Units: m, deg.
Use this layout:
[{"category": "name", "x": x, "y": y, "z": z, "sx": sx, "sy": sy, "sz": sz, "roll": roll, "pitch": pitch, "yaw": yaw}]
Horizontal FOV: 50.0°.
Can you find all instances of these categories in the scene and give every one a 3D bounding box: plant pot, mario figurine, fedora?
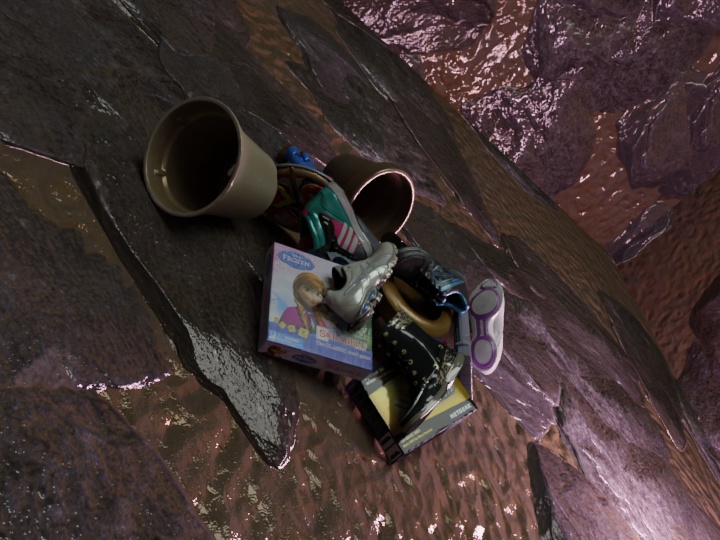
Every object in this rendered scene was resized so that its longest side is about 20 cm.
[{"category": "plant pot", "x": 0.000, "y": -0.180, "z": 1.763, "sx": 0.199, "sy": 0.202, "sz": 0.175, "roll": 19, "pitch": 19, "yaw": -47}, {"category": "plant pot", "x": -0.242, "y": -0.174, "z": 1.345, "sx": 0.202, "sy": 0.199, "sz": 0.183, "roll": 58, "pitch": 15, "yaw": 21}, {"category": "mario figurine", "x": -0.129, "y": -0.191, "z": 1.703, "sx": 0.121, "sy": 0.107, "sz": 0.201, "roll": -10, "pitch": 41, "yaw": -20}, {"category": "fedora", "x": 0.091, "y": 0.065, "z": 1.511, "sx": 0.199, "sy": 0.082, "sz": 0.202, "roll": 29, "pitch": 32, "yaw": -20}]

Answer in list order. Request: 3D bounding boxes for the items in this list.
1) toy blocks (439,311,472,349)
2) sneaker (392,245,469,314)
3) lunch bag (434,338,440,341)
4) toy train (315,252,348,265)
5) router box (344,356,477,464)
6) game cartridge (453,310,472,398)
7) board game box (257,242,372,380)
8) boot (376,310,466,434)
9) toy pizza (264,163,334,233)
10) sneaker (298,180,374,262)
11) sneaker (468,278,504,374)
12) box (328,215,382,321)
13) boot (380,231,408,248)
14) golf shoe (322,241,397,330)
[{"category": "toy blocks", "x": 0.199, "y": 0.133, "z": 1.677, "sx": 0.200, "sy": 0.136, "sz": 0.100, "roll": 48, "pitch": 24, "yaw": -3}, {"category": "sneaker", "x": 0.135, "y": 0.018, "z": 1.466, "sx": 0.198, "sy": 0.073, "sz": 0.083, "roll": 22, "pitch": 37, "yaw": -30}, {"category": "lunch bag", "x": 0.138, "y": 0.201, "z": 1.556, "sx": 0.161, "sy": 0.075, "sz": 0.200, "roll": 48, "pitch": 25, "yaw": -7}, {"category": "toy train", "x": -0.058, "y": 0.051, "z": 1.436, "sx": 0.113, "sy": 0.087, "sz": 0.202, "roll": 7, "pitch": 48, "yaw": -43}, {"category": "router box", "x": 0.092, "y": 0.227, "z": 1.374, "sx": 0.198, "sy": 0.052, "sz": 0.158, "roll": -21, "pitch": 70, "yaw": -39}, {"category": "game cartridge", "x": 0.199, "y": 0.161, "z": 1.506, "sx": 0.201, "sy": 0.038, "sz": 0.132, "roll": -80, "pitch": 162, "yaw": -63}, {"category": "board game box", "x": -0.073, "y": 0.069, "z": 1.319, "sx": 0.197, "sy": 0.041, "sz": 0.202, "roll": 19, "pitch": 49, "yaw": -24}, {"category": "boot", "x": 0.080, "y": 0.170, "z": 1.328, "sx": 0.153, "sy": 0.074, "sz": 0.204, "roll": 39, "pitch": 46, "yaw": 7}, {"category": "toy pizza", "x": -0.115, "y": -0.125, "z": 1.474, "sx": 0.199, "sy": 0.199, "sz": 0.032, "roll": 35, "pitch": 51, "yaw": -27}, {"category": "sneaker", "x": -0.051, "y": -0.048, "z": 1.411, "sx": 0.202, "sy": 0.120, "sz": 0.084, "roll": 62, "pitch": -11, "yaw": -24}, {"category": "sneaker", "x": 0.262, "y": 0.119, "z": 1.614, "sx": 0.100, "sy": 0.073, "sz": 0.204, "roll": 50, "pitch": 46, "yaw": -63}, {"category": "box", "x": 0.000, "y": 0.000, "z": 1.590, "sx": 0.201, "sy": 0.051, "sz": 0.157, "roll": 51, "pitch": 44, "yaw": 7}, {"category": "boot", "x": 0.130, "y": 0.018, "z": 1.740, "sx": 0.187, "sy": 0.064, "sz": 0.201, "roll": 56, "pitch": 0, "yaw": 34}, {"category": "golf shoe", "x": 0.001, "y": 0.004, "z": 1.341, "sx": 0.096, "sy": 0.079, "sz": 0.201, "roll": 31, "pitch": 43, "yaw": -4}]
